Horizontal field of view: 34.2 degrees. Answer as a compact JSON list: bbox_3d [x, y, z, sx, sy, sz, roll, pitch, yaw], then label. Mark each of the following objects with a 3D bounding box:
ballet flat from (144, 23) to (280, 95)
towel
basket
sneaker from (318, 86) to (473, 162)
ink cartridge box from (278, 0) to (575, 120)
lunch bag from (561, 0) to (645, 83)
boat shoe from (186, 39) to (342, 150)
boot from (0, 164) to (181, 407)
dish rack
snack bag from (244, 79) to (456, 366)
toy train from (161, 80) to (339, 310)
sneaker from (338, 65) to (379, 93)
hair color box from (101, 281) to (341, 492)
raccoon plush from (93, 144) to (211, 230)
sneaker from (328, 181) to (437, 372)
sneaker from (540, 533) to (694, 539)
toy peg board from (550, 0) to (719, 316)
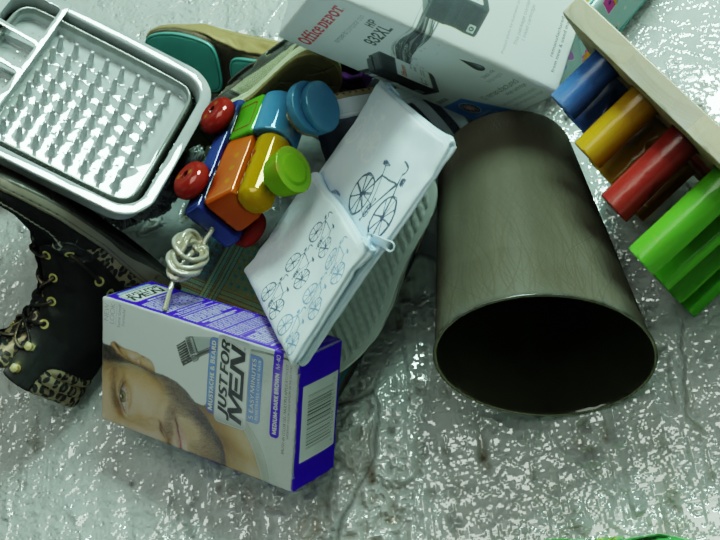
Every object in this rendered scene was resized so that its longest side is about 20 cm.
[{"bbox_3d":[-0.121,-0.205,1.150,0.198,0.069,0.063,20,41,25],"label":"ballet flat"},{"bbox_3d":[-0.086,0.052,1.005,0.198,0.022,0.148,19,69,29],"label":"towel"},{"bbox_3d":[0.125,-0.014,0.896,0.136,0.179,0.202,-46,37,38],"label":"basket"},{"bbox_3d":[0.058,-0.110,1.020,0.198,0.070,0.110,-11,95,-19],"label":"sneaker"},{"bbox_3d":[0.050,-0.197,0.909,0.198,0.145,0.085,21,82,-14],"label":"ink cartridge box"},{"bbox_3d":[0.172,-0.269,1.065,0.160,0.077,0.200,37,78,32],"label":"lunch bag"},{"bbox_3d":[-0.087,-0.155,1.069,0.200,0.072,0.067,-31,33,38],"label":"boat shoe"},{"bbox_3d":[-0.264,0.017,0.981,0.151,0.200,0.073,-52,42,0],"label":"boot"},{"bbox_3d":[-0.240,-0.134,0.972,0.198,0.044,0.173,26,54,-5],"label":"dish rack"},{"bbox_3d":[-0.013,-0.045,0.886,0.201,0.021,0.189,-54,25,9],"label":"snack bag"},{"bbox_3d":[-0.087,-0.061,0.931,0.115,0.084,0.202,-18,44,41],"label":"toy train"},{"bbox_3d":[-0.007,-0.229,1.098,0.074,0.088,0.202,-21,57,6],"label":"sneaker"},{"bbox_3d":[-0.114,0.087,0.928,0.198,0.065,0.111,15,109,32],"label":"hair color box"},{"bbox_3d":[-0.204,-0.084,1.088,0.134,0.198,0.098,21,95,67],"label":"raccoon plush"},{"bbox_3d":[0.000,0.000,0.948,0.078,0.079,0.201,33,101,-4],"label":"sneaker"},{"bbox_3d":[0.166,0.207,0.789,0.197,0.084,0.075,-9,59,15],"label":"sneaker"},{"bbox_3d":[0.216,-0.068,0.865,0.098,0.200,0.200,-44,61,10],"label":"toy peg board"}]
